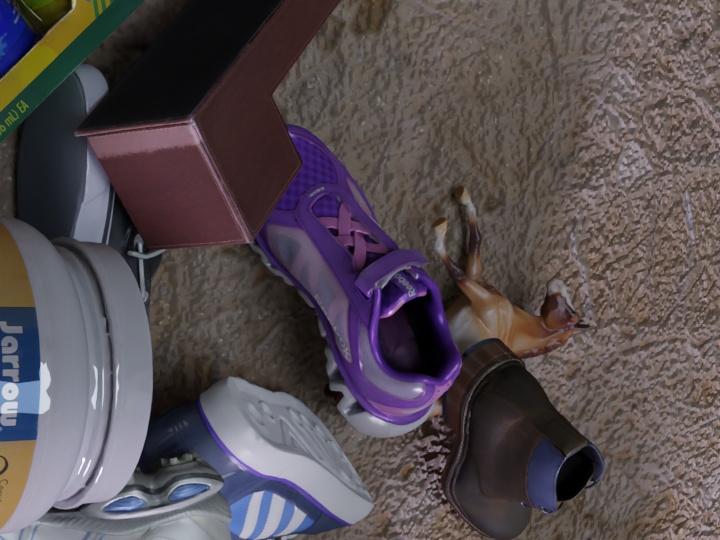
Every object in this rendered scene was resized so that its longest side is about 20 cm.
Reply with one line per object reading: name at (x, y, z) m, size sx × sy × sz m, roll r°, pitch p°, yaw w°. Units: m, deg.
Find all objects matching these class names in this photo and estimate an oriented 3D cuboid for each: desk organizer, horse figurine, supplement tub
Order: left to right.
supplement tub at (-0.206, 0.045, 0.633) m, size 0.200 × 0.145 × 0.145 m, roll 1°, pitch 99°, yaw -34°
desk organizer at (-0.060, -0.102, 0.780) m, size 0.200 × 0.072 × 0.077 m, roll -60°, pitch 136°, yaw -43°
horse figurine at (0.050, 0.041, 0.960) m, size 0.200 × 0.050 × 0.133 m, roll -40°, pitch 117°, yaw -26°

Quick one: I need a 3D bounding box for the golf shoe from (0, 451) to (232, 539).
golf shoe at (-0.161, 0.155, 0.735) m, size 0.200 × 0.078 × 0.097 m, roll -11°, pitch 88°, yaw -1°

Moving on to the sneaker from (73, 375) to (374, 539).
sneaker at (-0.089, 0.141, 0.870) m, size 0.146 × 0.081 × 0.200 m, roll -37°, pitch 152°, yaw 7°

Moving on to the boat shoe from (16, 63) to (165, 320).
boat shoe at (-0.137, -0.013, 0.786) m, size 0.068 × 0.074 × 0.199 m, roll -11°, pitch 109°, yaw -39°

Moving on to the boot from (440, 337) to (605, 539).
boot at (0.108, 0.140, 0.965) m, size 0.075 × 0.097 × 0.200 m, roll -34°, pitch 141°, yaw -18°

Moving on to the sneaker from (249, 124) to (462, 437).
sneaker at (0.000, 0.000, 0.858) m, size 0.080 × 0.088 × 0.200 m, roll -28°, pitch 91°, yaw -25°

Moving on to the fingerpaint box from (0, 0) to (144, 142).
fingerpaint box at (-0.217, -0.140, 0.695) m, size 0.200 × 0.073 × 0.167 m, roll -49°, pitch 124°, yaw -19°
